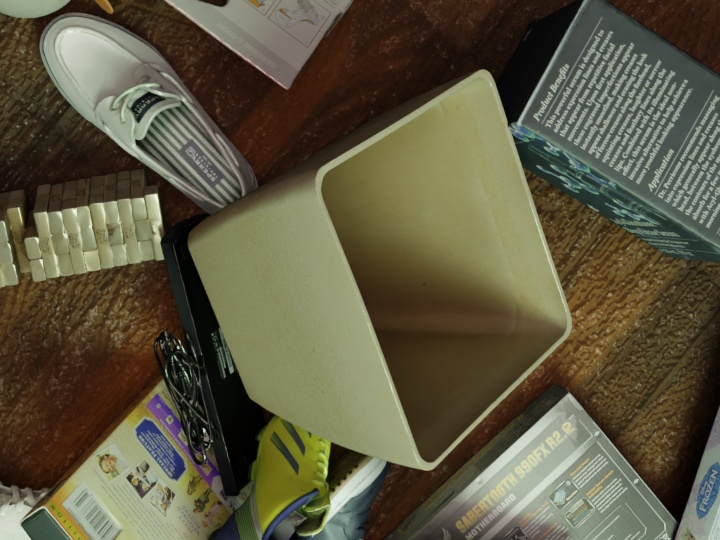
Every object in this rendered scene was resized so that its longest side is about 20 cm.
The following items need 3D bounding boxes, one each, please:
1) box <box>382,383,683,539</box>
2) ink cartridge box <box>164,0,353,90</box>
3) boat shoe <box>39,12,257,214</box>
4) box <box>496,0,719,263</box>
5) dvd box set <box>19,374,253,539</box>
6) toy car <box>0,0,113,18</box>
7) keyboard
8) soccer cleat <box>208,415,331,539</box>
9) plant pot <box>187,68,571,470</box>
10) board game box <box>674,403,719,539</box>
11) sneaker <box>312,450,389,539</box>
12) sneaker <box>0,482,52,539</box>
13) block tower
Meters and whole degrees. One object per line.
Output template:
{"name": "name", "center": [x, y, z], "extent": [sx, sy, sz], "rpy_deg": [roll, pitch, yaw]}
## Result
{"name": "box", "center": [0.134, 0.216, 1.011], "extent": [0.200, 0.048, 0.159], "rpy_deg": [-42, 97, -4]}
{"name": "ink cartridge box", "center": [-0.096, -0.238, 0.921], "extent": [0.199, 0.045, 0.177], "rpy_deg": [36, 62, -8]}
{"name": "boat shoe", "center": [-0.152, -0.118, 0.945], "extent": [0.199, 0.067, 0.074], "rpy_deg": [39, 88, -8]}
{"name": "box", "center": [0.203, -0.099, 0.951], "extent": [0.199, 0.148, 0.108], "rpy_deg": [31, 89, -8]}
{"name": "dvd box set", "center": [-0.138, 0.174, 0.905], "extent": [0.029, 0.200, 0.147], "rpy_deg": [-33, 99, 26]}
{"name": "toy car", "center": [-0.254, -0.236, 0.883], "extent": [0.199, 0.177, 0.186], "rpy_deg": [25, 88, -20]}
{"name": "keyboard", "center": [-0.120, 0.065, 0.949], "extent": [0.039, 0.104, 0.202], "rpy_deg": [-11, 99, 21]}
{"name": "soccer cleat", "center": [-0.047, 0.162, 0.921], "extent": [0.083, 0.201, 0.065], "rpy_deg": [-13, 118, 27]}
{"name": "plant pot", "center": [0.000, 0.000, 0.889], "extent": [0.199, 0.176, 0.202], "rpy_deg": [-36, 112, -44]}
{"name": "board game box", "center": [0.355, 0.175, 1.017], "extent": [0.198, 0.041, 0.202], "rpy_deg": [19, 91, -24]}
{"name": "sneaker", "center": [-0.021, 0.234, 0.982], "extent": [0.108, 0.070, 0.200], "rpy_deg": [40, 93, -5]}
{"name": "sneaker", "center": [-0.230, 0.168, 0.936], "extent": [0.199, 0.074, 0.116], "rpy_deg": [27, 112, -17]}
{"name": "block tower", "center": [-0.243, -0.026, 0.938], "extent": [0.198, 0.058, 0.055], "rpy_deg": [-9, 118, -5]}
